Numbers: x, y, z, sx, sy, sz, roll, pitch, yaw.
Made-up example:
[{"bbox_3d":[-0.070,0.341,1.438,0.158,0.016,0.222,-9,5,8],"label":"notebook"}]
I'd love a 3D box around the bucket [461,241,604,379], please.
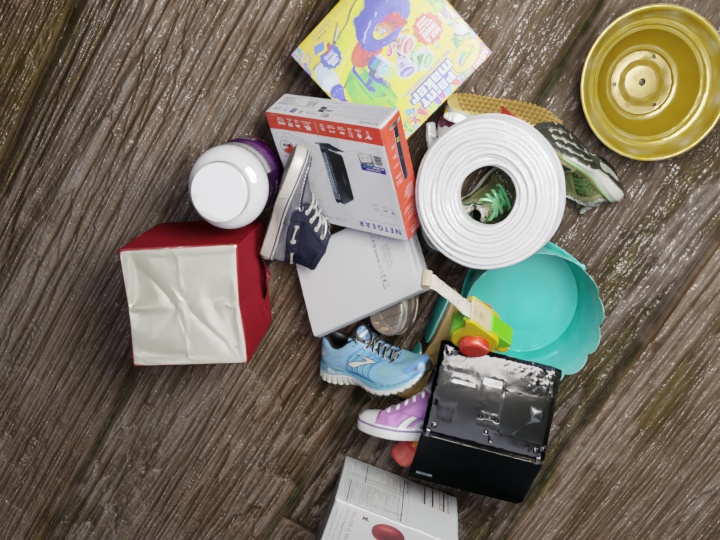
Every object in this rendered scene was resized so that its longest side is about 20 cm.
[{"bbox_3d":[0.241,0.055,1.212,0.202,0.135,0.212,1,103,4],"label":"bucket"}]

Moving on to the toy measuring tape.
[{"bbox_3d":[0.128,0.062,1.099,0.199,0.074,0.074,34,106,-34],"label":"toy measuring tape"}]

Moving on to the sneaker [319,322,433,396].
[{"bbox_3d":[0.015,0.127,1.243,0.196,0.078,0.092,3,111,33],"label":"sneaker"}]

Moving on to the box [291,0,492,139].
[{"bbox_3d":[0.044,-0.300,1.152,0.193,0.122,0.200,45,103,-7],"label":"box"}]

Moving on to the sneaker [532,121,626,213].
[{"bbox_3d":[0.289,-0.130,1.167,0.198,0.078,0.088,28,124,-34],"label":"sneaker"}]

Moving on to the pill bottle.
[{"bbox_3d":[-0.174,-0.124,1.172,0.110,0.200,0.115,1,104,5],"label":"pill bottle"}]

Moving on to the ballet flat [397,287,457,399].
[{"bbox_3d":[0.115,0.116,1.276,0.062,0.069,0.202,23,117,-10],"label":"ballet flat"}]

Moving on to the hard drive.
[{"bbox_3d":[0.000,0.000,1.223,0.197,0.027,0.135,-24,71,25],"label":"hard drive"}]

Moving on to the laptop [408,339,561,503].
[{"bbox_3d":[0.174,0.220,1.190,0.173,0.103,0.205,13,84,2],"label":"laptop"}]

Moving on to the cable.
[{"bbox_3d":[0.169,-0.102,1.094,0.195,0.069,0.205,6,99,14],"label":"cable"}]

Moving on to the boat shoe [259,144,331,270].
[{"bbox_3d":[-0.076,-0.085,1.174,0.091,0.076,0.202,16,137,-8],"label":"boat shoe"}]

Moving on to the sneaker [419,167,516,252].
[{"bbox_3d":[0.180,-0.086,1.193,0.198,0.089,0.078,-34,102,0],"label":"sneaker"}]

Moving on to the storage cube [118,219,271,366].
[{"bbox_3d":[-0.237,0.029,1.226,0.195,0.180,0.175,-2,104,4],"label":"storage cube"}]

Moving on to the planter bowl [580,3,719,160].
[{"bbox_3d":[0.396,-0.259,1.150,0.195,0.084,0.205,1,104,5],"label":"planter bowl"}]

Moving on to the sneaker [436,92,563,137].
[{"bbox_3d":[0.200,-0.189,1.188,0.195,0.076,0.091,10,129,-14],"label":"sneaker"}]

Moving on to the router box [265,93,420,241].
[{"bbox_3d":[-0.020,-0.143,1.147,0.197,0.049,0.182,14,138,34],"label":"router box"}]

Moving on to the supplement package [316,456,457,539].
[{"bbox_3d":[0.031,0.440,1.317,0.196,0.147,0.195,20,104,1],"label":"supplement package"}]

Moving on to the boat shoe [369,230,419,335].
[{"bbox_3d":[0.056,-0.004,1.249,0.073,0.073,0.205,5,85,31],"label":"boat shoe"}]

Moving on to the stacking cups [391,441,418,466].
[{"bbox_3d":[0.124,0.227,1.304,0.061,0.061,0.200,45,104,-6],"label":"stacking cups"}]

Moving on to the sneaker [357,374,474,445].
[{"bbox_3d":[0.092,0.196,1.255,0.195,0.073,0.117,1,92,10],"label":"sneaker"}]
